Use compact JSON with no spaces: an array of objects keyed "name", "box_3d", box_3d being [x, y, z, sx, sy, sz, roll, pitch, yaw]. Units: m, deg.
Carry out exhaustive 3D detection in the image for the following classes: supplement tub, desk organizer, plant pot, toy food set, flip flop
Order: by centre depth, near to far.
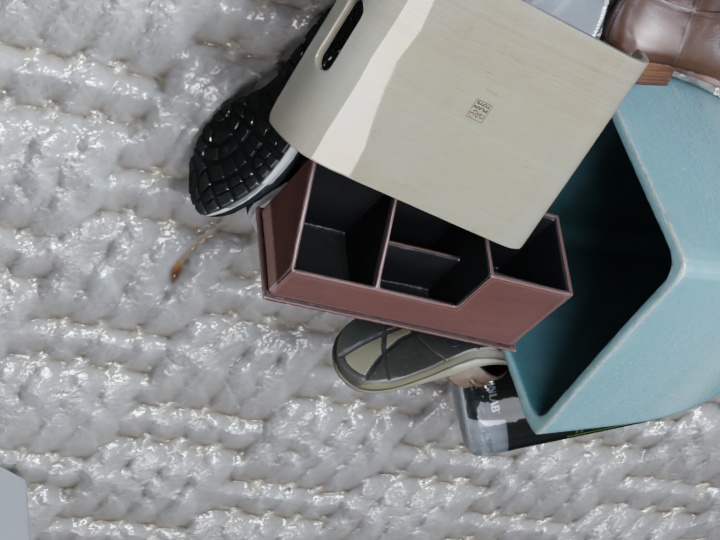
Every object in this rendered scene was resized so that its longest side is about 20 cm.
[{"name":"toy food set","box_3d":[0.062,-0.109,1.138,0.200,0.060,0.144,22,113,-29]},{"name":"desk organizer","box_3d":[0.037,-0.011,1.255,0.200,0.072,0.077,13,144,-29]},{"name":"plant pot","box_3d":[0.222,-0.011,1.338,0.200,0.196,0.196,5,140,-30]},{"name":"flip flop","box_3d":[0.072,0.057,1.382,0.200,0.081,0.058,-13,145,-21]},{"name":"supplement tub","box_3d":[0.169,0.068,1.474,0.200,0.123,0.123,-11,143,-2]}]

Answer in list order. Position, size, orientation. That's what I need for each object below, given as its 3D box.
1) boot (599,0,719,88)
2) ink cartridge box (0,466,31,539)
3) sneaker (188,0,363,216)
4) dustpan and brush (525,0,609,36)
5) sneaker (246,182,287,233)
[{"name":"boot","box_3d":[0.257,-0.206,1.203,0.186,0.064,0.200,-5,136,-21]},{"name":"ink cartridge box","box_3d":[-0.387,0.244,1.519,0.200,0.145,0.147,-30,139,21]},{"name":"sneaker","box_3d":[-0.028,-0.092,1.254,0.088,0.076,0.200,19,133,-43]},{"name":"dustpan and brush","box_3d":[0.099,-0.118,1.254,0.140,0.057,0.200,-33,173,-12]},{"name":"sneaker","box_3d":[0.000,0.000,1.374,0.200,0.077,0.076,20,131,-38]}]
